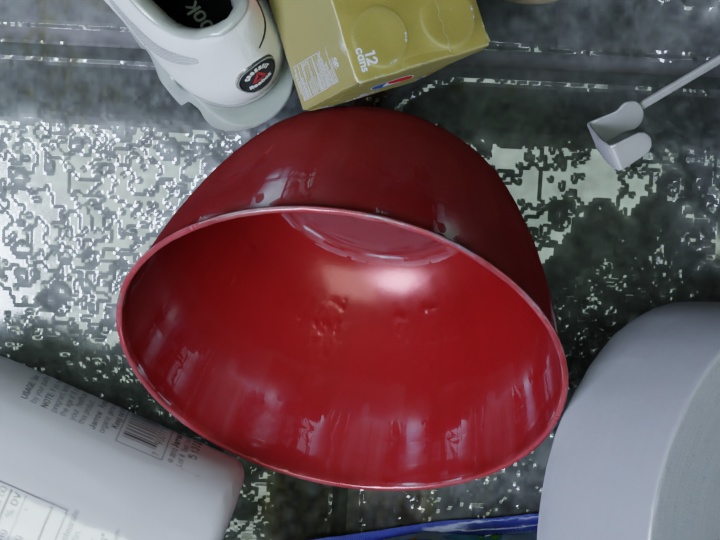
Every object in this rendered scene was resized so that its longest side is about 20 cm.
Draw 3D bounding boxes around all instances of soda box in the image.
[{"bbox_3d":[-0.015,-0.175,0.799,0.067,0.064,0.201,-18,92,-24],"label":"soda box"}]

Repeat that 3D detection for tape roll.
[{"bbox_3d":[0.169,0.115,0.858,0.199,0.066,0.202,-4,96,-42],"label":"tape roll"}]

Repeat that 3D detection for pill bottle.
[{"bbox_3d":[-0.164,0.103,0.879,0.199,0.114,0.115,24,97,-4],"label":"pill bottle"}]

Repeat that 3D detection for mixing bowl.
[{"bbox_3d":[0.000,0.000,0.851,0.199,0.109,0.201,8,141,7],"label":"mixing bowl"}]

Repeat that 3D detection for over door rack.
[{"bbox_3d":[0.148,-0.164,0.846,0.199,0.067,0.148,-35,116,-18],"label":"over door rack"}]

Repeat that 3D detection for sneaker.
[{"bbox_3d":[-0.104,-0.155,0.835,0.074,0.089,0.200,-44,72,-11],"label":"sneaker"}]

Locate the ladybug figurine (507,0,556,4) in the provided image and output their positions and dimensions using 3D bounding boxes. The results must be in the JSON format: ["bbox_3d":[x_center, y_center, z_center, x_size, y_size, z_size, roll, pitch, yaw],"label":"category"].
[{"bbox_3d":[0.060,-0.220,0.848,0.135,0.072,0.202,-11,101,-40],"label":"ladybug figurine"}]

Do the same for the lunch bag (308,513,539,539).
[{"bbox_3d":[0.075,0.207,0.901,0.198,0.127,0.171,-6,96,-14],"label":"lunch bag"}]
